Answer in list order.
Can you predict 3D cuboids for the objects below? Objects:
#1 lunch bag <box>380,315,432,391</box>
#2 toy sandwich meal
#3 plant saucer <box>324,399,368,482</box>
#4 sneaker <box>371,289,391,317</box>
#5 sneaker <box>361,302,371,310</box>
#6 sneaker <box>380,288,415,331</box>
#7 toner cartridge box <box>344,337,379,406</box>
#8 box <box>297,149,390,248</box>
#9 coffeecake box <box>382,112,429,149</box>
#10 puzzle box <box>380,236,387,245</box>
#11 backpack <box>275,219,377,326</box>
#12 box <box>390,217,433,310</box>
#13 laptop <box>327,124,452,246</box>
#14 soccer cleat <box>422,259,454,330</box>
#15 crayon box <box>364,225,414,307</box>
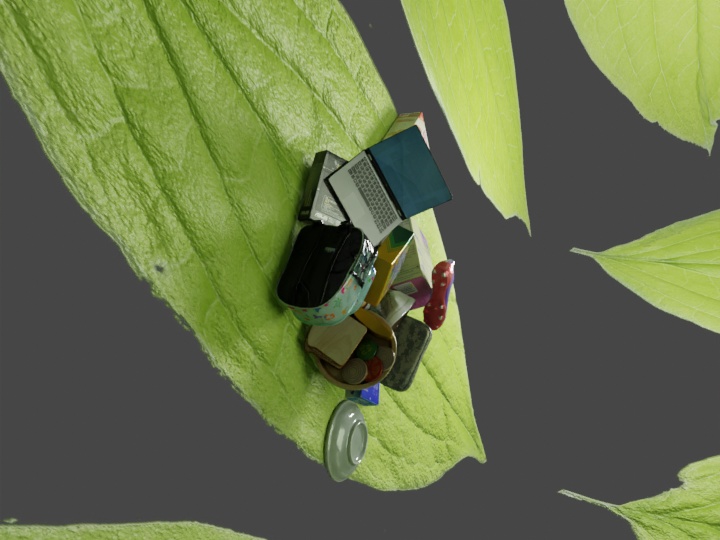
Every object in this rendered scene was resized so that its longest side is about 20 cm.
[{"bbox_3d":[0.100,0.218,1.806,0.168,0.139,0.201,45,68,-78],"label":"lunch bag"},{"bbox_3d":[-0.019,0.161,1.489,0.070,0.204,0.207,81,20,-68],"label":"toy sandwich meal"},{"bbox_3d":[-0.024,0.425,1.693,0.200,0.050,0.202,4,90,-65],"label":"plant saucer"},{"bbox_3d":[0.044,0.083,1.771,0.200,0.074,0.100,-8,98,-65],"label":"sneaker"},{"bbox_3d":[0.000,0.000,1.659,0.090,0.074,0.202,36,55,-63],"label":"sneaker"},{"bbox_3d":[0.071,0.096,1.662,0.073,0.084,0.200,-58,175,18],"label":"sneaker"},{"bbox_3d":[0.009,0.202,1.564,0.095,0.043,0.201,38,49,-54],"label":"toner cartridge box"},{"bbox_3d":[-0.030,-0.152,1.505,0.199,0.048,0.160,22,76,-36],"label":"box"},{"bbox_3d":[0.126,-0.327,1.908,0.200,0.073,0.154,-61,144,-45],"label":"coffeecake box"},{"bbox_3d":[0.043,-0.153,1.716,0.133,0.025,0.202,-128,-148,-71],"label":"puzzle box"},{"bbox_3d":[-0.071,0.017,1.397,0.201,0.176,0.151,-64,144,-28],"label":"backpack"},{"bbox_3d":[0.131,-0.023,1.850,0.176,0.096,0.201,48,29,-57],"label":"box"},{"bbox_3d":[0.066,-0.176,1.477,0.200,0.116,0.188,-43,113,-31],"label":"laptop"},{"bbox_3d":[0.210,0.065,1.777,0.076,0.066,0.201,-32,135,-46],"label":"soccer cleat"},{"bbox_3d":[0.055,-0.005,1.567,0.200,0.051,0.126,-50,163,-54],"label":"crayon box"}]
